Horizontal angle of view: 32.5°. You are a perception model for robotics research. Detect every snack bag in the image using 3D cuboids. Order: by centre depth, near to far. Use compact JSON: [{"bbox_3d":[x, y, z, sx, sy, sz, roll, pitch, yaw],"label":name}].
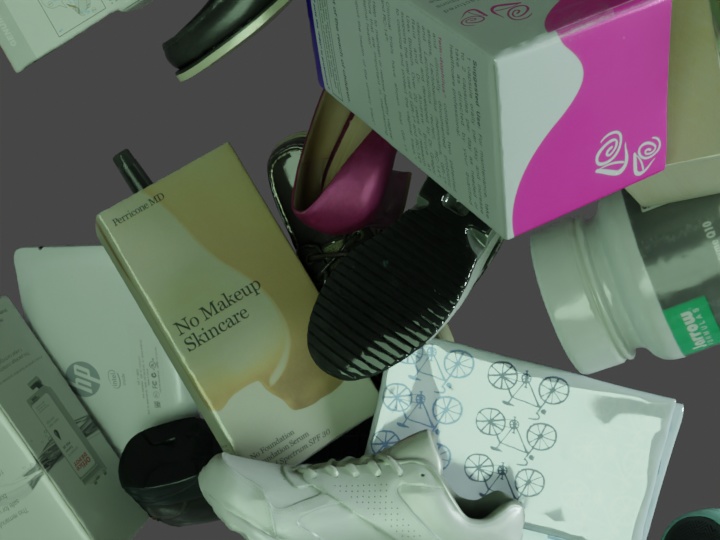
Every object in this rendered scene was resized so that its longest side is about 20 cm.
[{"bbox_3d":[0.085,0.153,0.766,0.187,0.021,0.202,15,95,4],"label":"snack bag"}]

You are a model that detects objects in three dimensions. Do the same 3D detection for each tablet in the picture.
[{"bbox_3d":[-0.183,0.078,0.910,0.129,0.014,0.202,-1,105,14],"label":"tablet"}]

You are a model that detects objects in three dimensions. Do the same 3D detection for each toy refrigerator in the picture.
[{"bbox_3d":[0.169,-0.145,0.684,0.069,0.076,0.202,-10,75,23],"label":"toy refrigerator"}]

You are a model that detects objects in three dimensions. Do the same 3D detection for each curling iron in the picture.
[{"bbox_3d":[-0.104,-0.004,0.862,0.049,0.026,0.200,-39,94,11],"label":"curling iron"}]

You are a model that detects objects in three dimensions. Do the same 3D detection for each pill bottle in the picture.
[{"bbox_3d":[0.211,-0.014,0.740,0.199,0.113,0.114,-22,100,18],"label":"pill bottle"}]

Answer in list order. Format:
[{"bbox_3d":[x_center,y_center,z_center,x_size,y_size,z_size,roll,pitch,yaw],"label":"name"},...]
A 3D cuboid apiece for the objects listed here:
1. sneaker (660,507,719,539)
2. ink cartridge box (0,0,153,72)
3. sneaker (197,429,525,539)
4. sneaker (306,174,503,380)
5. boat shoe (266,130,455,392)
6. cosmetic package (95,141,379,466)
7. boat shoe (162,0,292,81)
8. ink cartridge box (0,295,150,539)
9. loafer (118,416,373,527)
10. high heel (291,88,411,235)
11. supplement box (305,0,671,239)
[{"bbox_3d":[0.242,0.260,0.812,0.077,0.139,0.202,19,93,47],"label":"sneaker"},{"bbox_3d":[-0.196,-0.258,0.797,0.175,0.045,0.201,-26,98,17],"label":"ink cartridge box"},{"bbox_3d":[0.005,0.133,0.731,0.199,0.078,0.100,20,94,-6],"label":"sneaker"},{"bbox_3d":[0.046,-0.007,0.762,0.074,0.089,0.200,38,79,14],"label":"sneaker"},{"bbox_3d":[0.000,0.000,0.817,0.073,0.065,0.201,-31,96,21],"label":"boat shoe"},{"bbox_3d":[-0.080,0.031,0.806,0.105,0.071,0.201,-32,89,-14],"label":"cosmetic package"},{"bbox_3d":[-0.051,-0.198,0.765,0.201,0.074,0.063,-40,106,13],"label":"boat shoe"},{"bbox_3d":[-0.270,0.144,0.903,0.146,0.083,0.201,-31,95,24],"label":"ink cartridge box"},{"bbox_3d":[-0.068,0.137,0.881,0.198,0.073,0.073,-9,135,10],"label":"loafer"},{"bbox_3d":[0.002,-0.122,0.748,0.067,0.096,0.202,3,91,32],"label":"high heel"},{"bbox_3d":[0.058,-0.118,0.638,0.101,0.200,0.104,-22,128,-18],"label":"supplement box"}]
